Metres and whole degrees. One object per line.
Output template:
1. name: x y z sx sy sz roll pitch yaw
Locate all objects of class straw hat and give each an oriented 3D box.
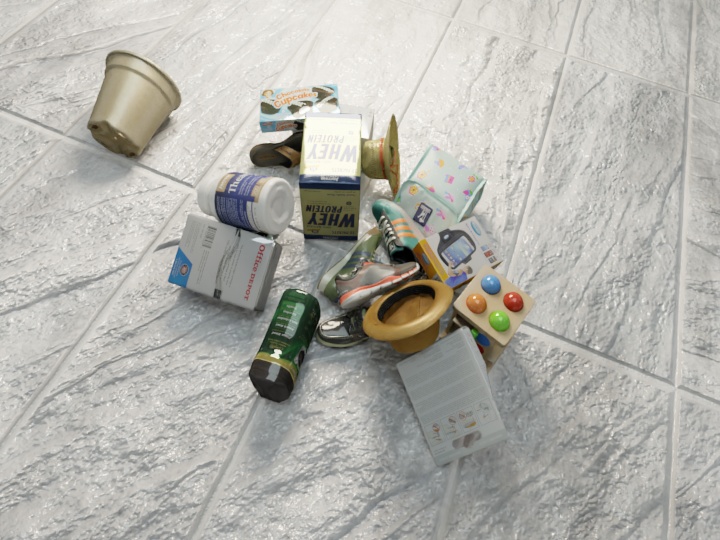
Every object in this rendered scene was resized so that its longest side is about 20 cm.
1. straw hat: 0.044 -0.265 1.258 0.082 0.204 0.207 0 55 12

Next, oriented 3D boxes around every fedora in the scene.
1. fedora: 0.098 0.096 1.005 0.194 0.084 0.202 -19 22 7

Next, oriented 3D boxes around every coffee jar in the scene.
1. coffee jar: -0.146 0.145 1.023 0.082 0.106 0.205 13 56 10

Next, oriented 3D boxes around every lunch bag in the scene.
1. lunch bag: 0.177 -0.163 1.241 0.168 0.122 0.202 35 77 13

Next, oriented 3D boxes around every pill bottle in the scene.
1. pill bottle: -0.243 -0.145 1.098 0.194 0.113 0.113 11 54 28

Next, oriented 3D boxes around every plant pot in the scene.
1. plant pot: -0.570 -0.393 1.294 0.193 0.202 0.189 15 68 6

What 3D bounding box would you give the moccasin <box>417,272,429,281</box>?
1. moccasin: 0.172 0.028 1.146 0.078 0.074 0.200 45 60 6

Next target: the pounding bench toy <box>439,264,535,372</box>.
1. pounding bench toy: 0.231 0.121 1.040 0.123 0.158 0.200 36 61 18

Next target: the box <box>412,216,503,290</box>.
1. box: 0.218 -0.037 1.130 0.196 0.042 0.121 -25 75 -28

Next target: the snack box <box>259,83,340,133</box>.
1. snack box: -0.147 -0.394 1.275 0.192 0.038 0.120 -5 56 -2

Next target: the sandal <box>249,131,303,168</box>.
1. sandal: -0.184 -0.285 1.293 0.192 0.083 0.056 -7 51 8

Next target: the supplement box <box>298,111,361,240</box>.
1. supplement box: -0.064 -0.210 1.197 0.129 0.202 0.206 2 59 -1

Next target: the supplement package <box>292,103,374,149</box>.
1. supplement package: -0.068 -0.344 1.336 0.192 0.115 0.113 9 56 4

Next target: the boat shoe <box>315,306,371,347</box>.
1. boat shoe: 0.005 0.106 1.083 0.193 0.067 0.074 -5 54 -11

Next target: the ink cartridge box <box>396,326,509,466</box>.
1. ink cartridge box: 0.171 0.233 0.982 0.056 0.160 0.205 -4 66 -60

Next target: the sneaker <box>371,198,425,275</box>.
1. sneaker: 0.084 -0.076 1.192 0.079 0.072 0.201 -32 73 -32

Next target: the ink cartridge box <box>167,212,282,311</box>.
1. ink cartridge box: -0.277 -0.014 1.095 0.193 0.084 0.150 17 85 6

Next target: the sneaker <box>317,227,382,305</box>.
1. sneaker: 0.000 0.000 1.155 0.089 0.068 0.200 39 65 15

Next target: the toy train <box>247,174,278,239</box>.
1. toy train: -0.241 -0.134 1.212 0.110 0.086 0.205 9 59 17

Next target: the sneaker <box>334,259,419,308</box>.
1. sneaker: 0.034 0.006 1.086 0.195 0.077 0.084 -20 74 -25
